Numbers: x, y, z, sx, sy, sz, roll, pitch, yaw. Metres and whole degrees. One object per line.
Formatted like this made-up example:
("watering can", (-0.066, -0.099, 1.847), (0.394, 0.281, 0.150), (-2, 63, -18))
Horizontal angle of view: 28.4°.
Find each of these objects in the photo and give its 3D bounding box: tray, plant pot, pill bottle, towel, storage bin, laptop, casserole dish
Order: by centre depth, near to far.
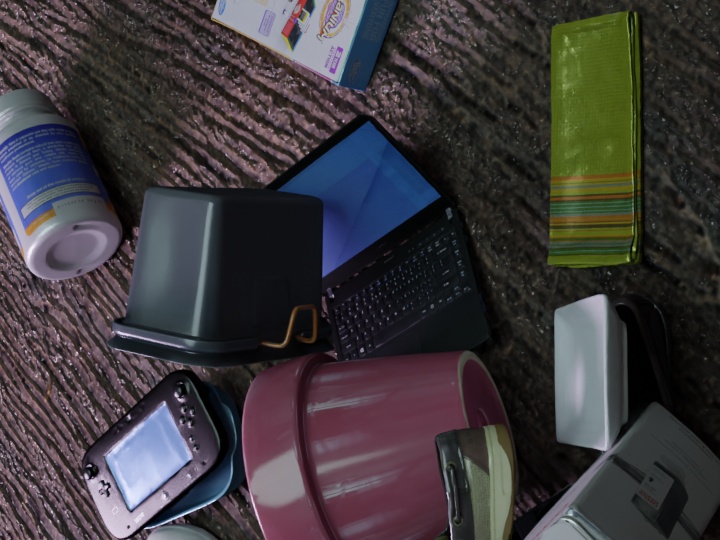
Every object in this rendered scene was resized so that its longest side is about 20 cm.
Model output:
("tray", (0.172, 0.077, 1.064), (0.022, 0.200, 0.109), (1, 85, -2))
("towel", (0.186, -0.104, 1.146), (0.085, 0.018, 0.203), (-3, 85, 41))
("plant pot", (0.025, 0.151, 1.165), (0.177, 0.200, 0.202), (-19, 74, 19))
("storage bin", (-0.102, 0.001, 1.203), (0.144, 0.199, 0.136), (10, 98, 32))
("laptop", (0.000, 0.000, 1.248), (0.177, 0.103, 0.202), (-34, 57, 36))
("casserole dish", (-0.180, 0.188, 1.445), (0.199, 0.039, 0.122), (-29, 69, 38))
("pill bottle", (-0.346, -0.100, 1.569), (0.112, 0.111, 0.201), (-45, 59, 30))

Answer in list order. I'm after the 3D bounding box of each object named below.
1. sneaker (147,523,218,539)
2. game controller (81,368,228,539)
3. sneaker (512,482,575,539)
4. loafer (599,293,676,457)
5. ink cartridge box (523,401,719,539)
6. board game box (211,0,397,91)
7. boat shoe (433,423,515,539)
("sneaker", (-0.163, 0.313, 1.387), (0.199, 0.088, 0.076), (32, 109, 39))
("game controller", (-0.206, 0.185, 1.417), (0.200, 0.042, 0.105), (-42, 61, 33))
("sneaker", (0.130, 0.241, 1.133), (0.200, 0.079, 0.079), (-49, 57, 26))
("loafer", (0.207, 0.117, 1.071), (0.071, 0.063, 0.202), (-9, 79, 21))
("ink cartridge box", (0.159, 0.193, 0.965), (0.085, 0.200, 0.146), (43, 120, 12))
("board game box", (-0.047, -0.277, 1.356), (0.199, 0.040, 0.154), (33, 109, 39))
("boat shoe", (0.078, 0.213, 1.064), (0.064, 0.073, 0.202), (2, 95, -1))
